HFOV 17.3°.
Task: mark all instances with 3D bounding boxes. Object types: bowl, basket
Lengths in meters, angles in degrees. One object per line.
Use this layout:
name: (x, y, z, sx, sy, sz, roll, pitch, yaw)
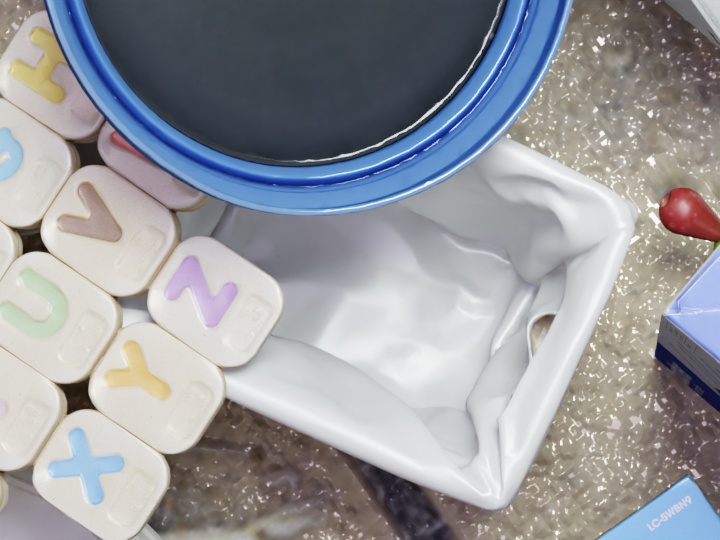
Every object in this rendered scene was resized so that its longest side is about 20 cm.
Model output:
bowl: (-0.019, -0.121, 0.861, 0.200, 0.039, 0.202, -1, 96, -14)
basket: (0.000, 0.000, 0.961, 0.199, 0.123, 0.136, 25, 88, 9)

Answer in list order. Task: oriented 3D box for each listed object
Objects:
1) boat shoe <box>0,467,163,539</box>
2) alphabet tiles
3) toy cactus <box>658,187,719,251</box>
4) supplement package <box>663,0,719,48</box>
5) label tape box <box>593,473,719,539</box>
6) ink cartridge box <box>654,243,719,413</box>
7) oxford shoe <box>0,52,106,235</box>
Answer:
boat shoe: (-0.100, 0.148, 0.985, 0.200, 0.069, 0.071, 37, 91, 10)
alphabet tiles: (-0.137, 0.005, 0.909, 0.195, 0.015, 0.200, 34, 91, 9)
toy cactus: (0.234, -0.051, 0.967, 0.165, 0.102, 0.200, 43, 88, -10)
supplement package: (0.181, -0.197, 0.937, 0.200, 0.117, 0.117, -40, 117, 4)
label tape box: (0.134, 0.204, 0.954, 0.144, 0.063, 0.200, -35, 81, 3)
ink cartridge box: (0.161, 0.040, 0.898, 0.094, 0.200, 0.044, 41, 90, 9)
oxford shoe: (-0.168, -0.044, 0.962, 0.199, 0.058, 0.076, -18, 88, -5)
